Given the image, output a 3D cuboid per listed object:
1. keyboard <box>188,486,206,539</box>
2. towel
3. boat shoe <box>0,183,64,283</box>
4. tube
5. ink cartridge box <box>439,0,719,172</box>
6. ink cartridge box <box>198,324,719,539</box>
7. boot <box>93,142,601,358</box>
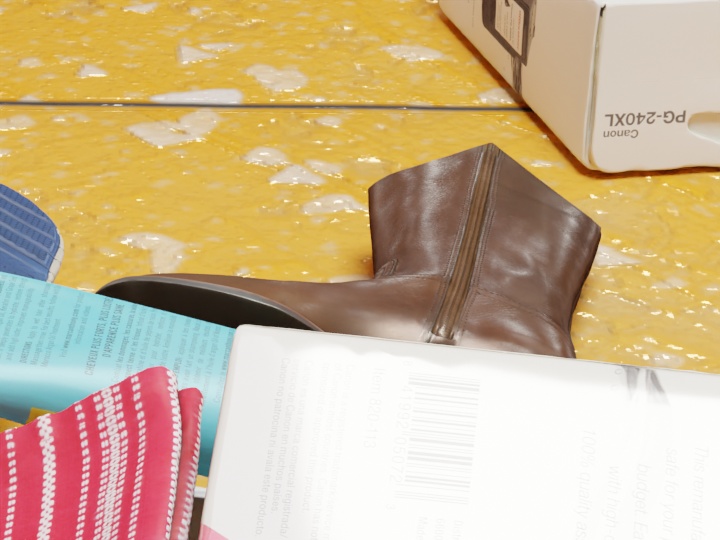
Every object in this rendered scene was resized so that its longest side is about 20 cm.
[{"bbox_3d":[-0.127,0.082,0.866,0.200,0.056,0.011,6,28,5],"label":"keyboard"},{"bbox_3d":[-0.143,0.096,0.786,0.200,0.023,0.145,-18,27,11],"label":"towel"},{"bbox_3d":[-0.146,0.030,0.945,0.072,0.072,0.200,29,17,-3],"label":"boat shoe"},{"bbox_3d":[-0.050,0.040,0.874,0.200,0.050,0.077,16,22,-5],"label":"tube"},{"bbox_3d":[0.138,-0.127,1.293,0.145,0.083,0.200,-5,27,-18],"label":"ink cartridge box"},{"bbox_3d":[0.053,0.104,0.764,0.200,0.083,0.147,6,53,3],"label":"ink cartridge box"},{"bbox_3d":[0.000,0.000,1.039,0.186,0.064,0.200,17,29,-3],"label":"boot"}]
